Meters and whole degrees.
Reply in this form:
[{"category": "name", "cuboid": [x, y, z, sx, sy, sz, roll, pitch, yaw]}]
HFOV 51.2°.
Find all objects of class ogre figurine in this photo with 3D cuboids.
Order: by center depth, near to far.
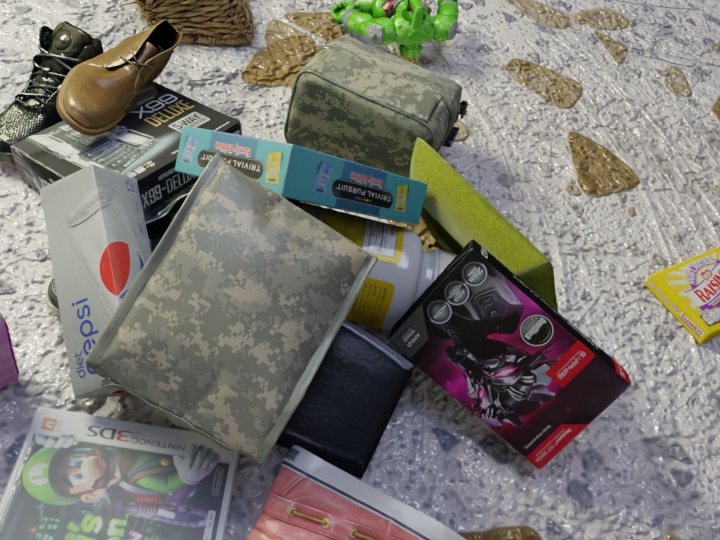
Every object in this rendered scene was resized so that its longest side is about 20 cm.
[{"category": "ogre figurine", "cuboid": [0.065, -0.382, 1.143, 0.200, 0.098, 0.120, 8, 37, -24]}]

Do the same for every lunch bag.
[{"category": "lunch bag", "cuboid": [-0.107, 0.038, 0.624, 0.164, 0.118, 0.200, 32, 72, -8]}, {"category": "lunch bag", "cuboid": [0.026, -0.207, 0.953, 0.200, 0.139, 0.168, 25, 49, 4]}]

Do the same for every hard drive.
[{"category": "hard drive", "cuboid": [-0.059, 0.094, 0.705, 0.200, 0.042, 0.135, 27, 75, 2]}]

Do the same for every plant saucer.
[{"category": "plant saucer", "cuboid": [0.129, -0.030, 0.832, 0.048, 0.200, 0.200, -42, 67, 1]}]

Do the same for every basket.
[{"category": "basket", "cuboid": [-0.255, -0.414, 1.098, 0.143, 0.149, 0.200, -23, 54, 8]}]

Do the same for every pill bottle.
[{"category": "pill bottle", "cuboid": [0.000, 0.000, 0.790, 0.200, 0.111, 0.111, 14, 49, -4]}]

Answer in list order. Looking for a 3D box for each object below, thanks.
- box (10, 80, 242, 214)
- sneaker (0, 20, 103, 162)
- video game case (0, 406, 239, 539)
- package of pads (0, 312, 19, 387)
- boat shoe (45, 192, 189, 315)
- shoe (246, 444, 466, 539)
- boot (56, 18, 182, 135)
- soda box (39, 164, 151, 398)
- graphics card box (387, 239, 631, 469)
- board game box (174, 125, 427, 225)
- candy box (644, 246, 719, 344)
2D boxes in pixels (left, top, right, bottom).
[{"category": "box", "cuboid": [-0.258, -0.136, 0.850, 0.158, 0.050, 0.200, 29, 48, 26]}, {"category": "sneaker", "cuboid": [-0.363, -0.214, 0.865, 0.076, 0.114, 0.200, 25, 51, 8]}, {"category": "video game case", "cuboid": [-0.203, 0.215, 0.610, 0.182, 0.023, 0.200, 11, 49, -7]}, {"category": "package of pads", "cuboid": [-0.392, 0.076, 0.606, 0.200, 0.121, 0.076, -23, 60, -30]}, {"category": "boat shoe", "cuboid": [-0.234, -0.023, 0.774, 0.073, 0.062, 0.200, 43, 53, 19]}, {"category": "shoe", "cuboid": [0.007, 0.233, 0.632, 0.200, 0.071, 0.091, 31, 75, -9]}, {"category": "boot", "cuboid": [-0.266, -0.225, 0.841, 0.074, 0.075, 0.200, 45, 40, -20]}, {"category": "soda box", "cuboid": [-0.230, 0.011, 0.684, 0.068, 0.063, 0.200, -19, 77, 20]}, {"category": "graphics card box", "cuboid": [0.141, 0.081, 0.722, 0.200, 0.125, 0.051, 41, 17, -1]}, {"category": "board game box", "cuboid": [-0.054, -0.091, 0.738, 0.151, 0.047, 0.200, 17, 7, 39]}, {"category": "candy box", "cuboid": [0.469, 0.020, 0.968, 0.200, 0.026, 0.102, -18, 55, -29]}]
